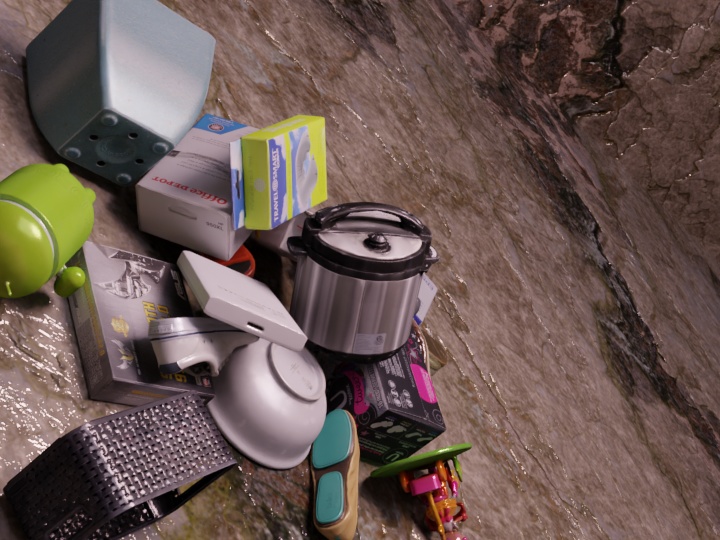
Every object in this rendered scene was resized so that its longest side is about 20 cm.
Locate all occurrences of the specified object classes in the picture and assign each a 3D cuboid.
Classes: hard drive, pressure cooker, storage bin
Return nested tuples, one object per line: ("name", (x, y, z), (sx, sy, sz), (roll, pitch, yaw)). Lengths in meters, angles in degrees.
("hard drive", (-0.151, 0.035, 1.340), (0.131, 0.027, 0.200), (25, 8, -23))
("pressure cooker", (0.001, 0.001, 1.452), (0.178, 0.201, 0.176), (25, 31, 25))
("storage bin", (-0.239, 0.208, 1.094), (0.094, 0.135, 0.200), (58, 27, 12))

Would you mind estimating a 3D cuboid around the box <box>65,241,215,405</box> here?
("box", (-0.271, 0.069, 1.314), (0.158, 0.048, 0.201), (19, 41, -48))

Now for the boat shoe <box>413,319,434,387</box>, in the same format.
("boat shoe", (0.078, 0.169, 1.701), (0.075, 0.074, 0.204), (72, 5, -72))

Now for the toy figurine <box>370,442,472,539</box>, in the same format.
("toy figurine", (0.113, 0.353, 1.519), (0.200, 0.149, 0.185), (45, 28, -75))

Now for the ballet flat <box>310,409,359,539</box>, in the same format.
("ballet flat", (-0.031, 0.276, 1.434), (0.201, 0.068, 0.063), (-85, 153, -49))

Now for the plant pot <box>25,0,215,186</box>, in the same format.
("plant pot", (-0.326, -0.235, 1.462), (0.195, 0.196, 0.201), (27, 44, -40))

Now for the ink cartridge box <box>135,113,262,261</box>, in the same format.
("ink cartridge box", (-0.200, -0.119, 1.500), (0.144, 0.085, 0.200), (18, 42, 14))

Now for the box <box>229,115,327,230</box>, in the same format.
("box", (-0.107, -0.133, 1.455), (0.200, 0.047, 0.123), (-37, 129, -61))

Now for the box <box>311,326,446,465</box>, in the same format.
("box", (0.019, 0.165, 1.575), (0.132, 0.115, 0.201), (25, 35, -39))

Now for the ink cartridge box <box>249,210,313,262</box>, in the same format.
("ink cartridge box", (-0.095, -0.051, 1.599), (0.116, 0.068, 0.200), (29, -5, -36))

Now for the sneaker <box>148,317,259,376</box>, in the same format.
("sneaker", (-0.187, 0.093, 1.305), (0.200, 0.073, 0.071), (3, 82, -61))

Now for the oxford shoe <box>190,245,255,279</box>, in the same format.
("oxford shoe", (-0.215, -0.036, 1.533), (0.071, 0.073, 0.200), (-23, 56, -20))

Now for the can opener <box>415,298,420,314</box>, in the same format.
("can opener", (0.008, -0.002, 1.636), (0.199, 0.067, 0.053), (32, 28, 27))

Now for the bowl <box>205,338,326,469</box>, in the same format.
("bowl", (-0.110, 0.150, 1.419), (0.201, 0.090, 0.202), (36, 31, -26))

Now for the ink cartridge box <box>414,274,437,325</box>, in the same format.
("ink cartridge box", (0.041, 0.010, 1.882), (0.200, 0.041, 0.200), (47, 27, -8))

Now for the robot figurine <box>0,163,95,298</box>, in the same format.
("robot figurine", (-0.377, -0.046, 1.217), (0.175, 0.116, 0.200), (44, 28, -12))

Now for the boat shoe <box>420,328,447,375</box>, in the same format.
("boat shoe", (0.053, 0.103, 1.777), (0.200, 0.063, 0.073), (39, 24, -13))
